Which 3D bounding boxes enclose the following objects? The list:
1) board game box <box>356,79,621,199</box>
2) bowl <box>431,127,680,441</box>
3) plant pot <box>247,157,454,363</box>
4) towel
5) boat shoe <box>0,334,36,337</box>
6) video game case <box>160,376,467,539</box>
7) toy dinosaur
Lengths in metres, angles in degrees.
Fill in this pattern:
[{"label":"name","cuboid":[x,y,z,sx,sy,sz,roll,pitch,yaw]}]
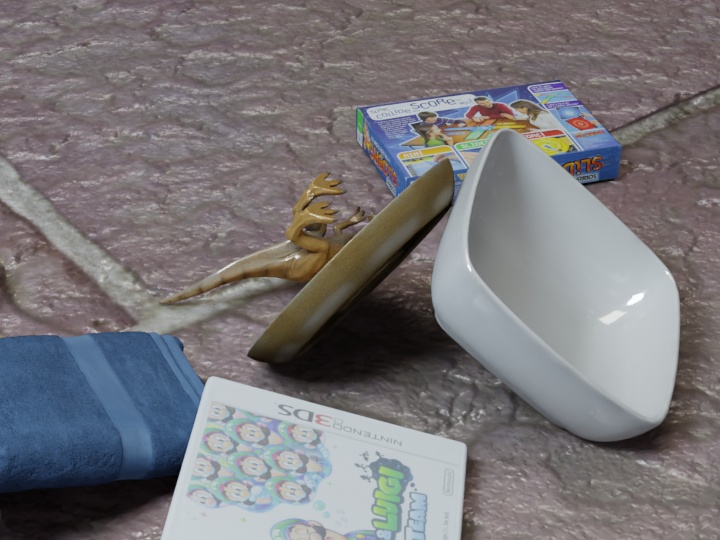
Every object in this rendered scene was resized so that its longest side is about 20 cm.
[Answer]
[{"label":"board game box","cuboid":[0.110,-0.113,1.468,0.199,0.035,0.136,-9,34,-15]},{"label":"bowl","cuboid":[0.131,0.020,1.178,0.199,0.075,0.200,40,34,-14]},{"label":"plant pot","cuboid":[0.000,0.000,1.186,0.027,0.200,0.200,45,44,3]},{"label":"towel","cuboid":[-0.180,0.092,1.081,0.199,0.049,0.112,0,45,-47]},{"label":"boat shoe","cuboid":[-0.250,0.106,1.096,0.070,0.071,0.200,11,37,18]},{"label":"video game case","cuboid":[-0.026,0.154,1.040,0.181,0.024,0.200,15,34,-3]},{"label":"toy dinosaur","cuboid":[-0.047,-0.012,1.275,0.199,0.107,0.061,-7,40,-24]}]
